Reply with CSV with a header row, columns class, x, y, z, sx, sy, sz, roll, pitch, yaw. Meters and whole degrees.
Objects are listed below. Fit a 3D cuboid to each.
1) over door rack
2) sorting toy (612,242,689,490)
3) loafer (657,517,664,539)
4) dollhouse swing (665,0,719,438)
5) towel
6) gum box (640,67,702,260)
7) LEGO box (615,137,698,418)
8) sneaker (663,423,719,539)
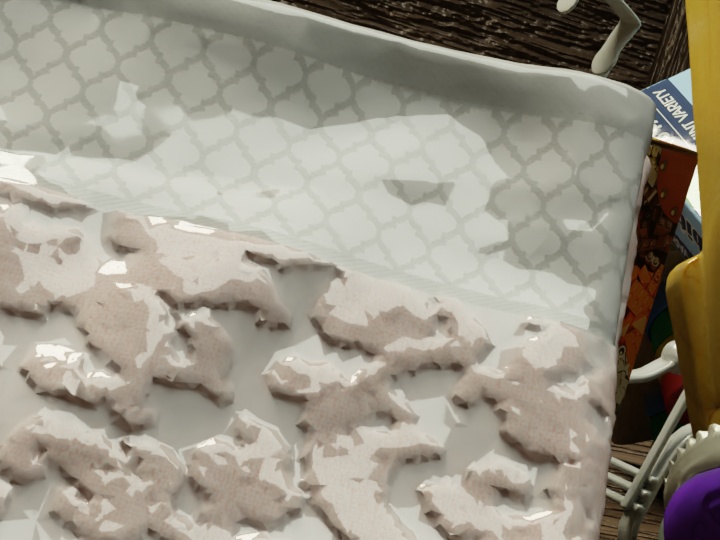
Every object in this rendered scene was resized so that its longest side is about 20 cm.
class,x,y,z,sx,sy,sz,roll,pitch,yaw
over door rack,0.110,0.001,1.082,0.066,0.200,0.148,17,3,-36
sorting toy,0.204,0.036,1.240,0.198,0.070,0.200,-11,-26,3
loafer,0.172,0.100,0.941,0.075,0.070,0.200,15,5,-32
dollhouse swing,0.199,-0.026,0.908,0.181,0.176,0.200,14,-13,-11
towel,-0.052,0.020,0.500,0.199,0.191,0.032,15,-37,-1
gum box,0.224,-0.043,1.131,0.170,0.200,0.045,56,-13,42
LEGO box,0.000,0.000,0.995,0.200,0.149,0.077,21,6,41
sneaker,0.147,0.094,0.830,0.069,0.100,0.200,16,-17,-24
